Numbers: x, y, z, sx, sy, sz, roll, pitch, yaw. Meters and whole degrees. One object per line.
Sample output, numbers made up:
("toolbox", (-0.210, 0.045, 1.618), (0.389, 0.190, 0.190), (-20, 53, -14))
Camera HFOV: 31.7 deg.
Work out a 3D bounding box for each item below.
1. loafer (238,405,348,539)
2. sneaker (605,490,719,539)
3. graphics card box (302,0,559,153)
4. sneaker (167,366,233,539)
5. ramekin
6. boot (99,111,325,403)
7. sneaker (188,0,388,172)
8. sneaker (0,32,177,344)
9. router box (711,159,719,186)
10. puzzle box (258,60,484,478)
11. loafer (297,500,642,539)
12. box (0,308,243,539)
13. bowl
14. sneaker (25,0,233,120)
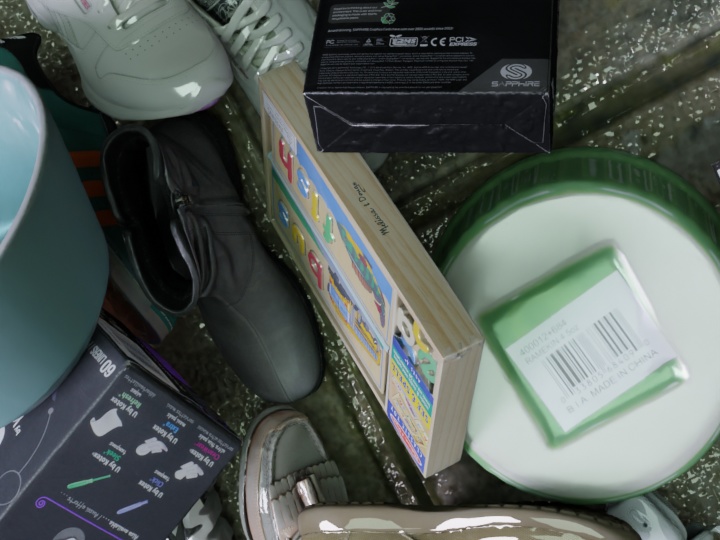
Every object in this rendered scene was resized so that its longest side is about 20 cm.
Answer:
("loafer", (-0.027, 0.185, 0.789), (0.062, 0.071, 0.203), (8, 108, 51))
("sneaker", (0.123, 0.171, 0.769), (0.198, 0.075, 0.116), (22, 96, 9))
("graphics card box", (0.045, -0.154, 0.676), (0.124, 0.051, 0.202), (1, 55, 9))
("sneaker", (-0.131, 0.154, 0.811), (0.089, 0.066, 0.202), (-19, 98, 8))
("ramekin", (0.127, 0.034, 0.728), (0.197, 0.098, 0.203), (2, 100, 10))
("boot", (-0.090, 0.007, 0.742), (0.069, 0.132, 0.202), (-25, 100, 13))
("sneaker", (-0.056, -0.135, 0.743), (0.076, 0.081, 0.201), (-37, 93, 12))
("sneaker", (-0.161, -0.050, 0.753), (0.071, 0.080, 0.201), (-7, 124, 54))
("router box", (0.297, -0.024, 0.651), (0.198, 0.051, 0.151), (-22, 85, -20))
("puzzle box", (0.000, 0.000, 0.693), (0.025, 0.134, 0.201), (-24, 60, -16))
("loafer", (0.059, 0.164, 0.714), (0.197, 0.076, 0.069), (-3, 81, 23))
("box", (-0.183, 0.122, 0.699), (0.201, 0.106, 0.122), (-51, 44, -4))
("bowl", (-0.206, 0.007, 0.645), (0.199, 0.202, 0.105), (-29, 135, 14))
("sneaker", (-0.146, -0.155, 0.707), (0.075, 0.100, 0.200), (-36, 56, -19))
